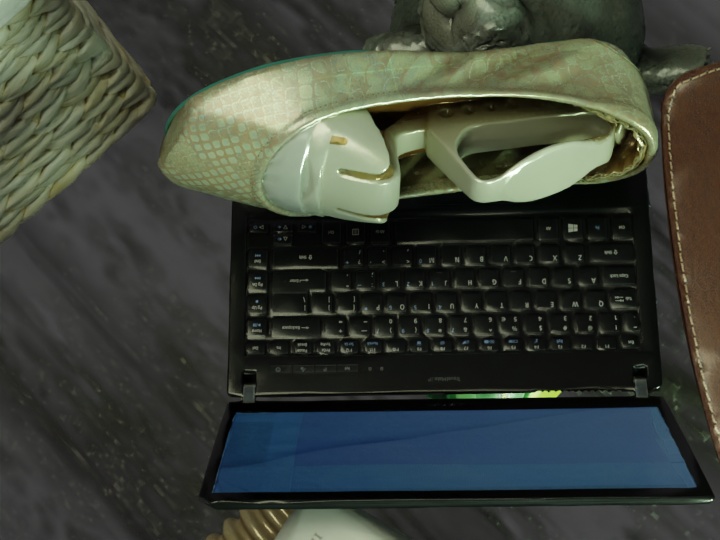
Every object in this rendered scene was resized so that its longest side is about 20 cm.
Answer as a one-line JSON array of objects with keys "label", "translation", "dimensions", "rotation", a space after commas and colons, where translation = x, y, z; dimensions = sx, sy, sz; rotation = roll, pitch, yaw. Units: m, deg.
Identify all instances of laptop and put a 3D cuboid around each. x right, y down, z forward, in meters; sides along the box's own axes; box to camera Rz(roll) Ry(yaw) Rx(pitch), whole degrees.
[{"label": "laptop", "translation": [0.032, 0.007, 0.680], "dimensions": [0.175, 0.103, 0.202], "rotation": [0, 66, 1]}]

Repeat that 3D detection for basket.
[{"label": "basket", "translation": [-0.237, -0.114, 0.853], "dimensions": [0.200, 0.161, 0.199], "rotation": [-41, 63, 3]}]

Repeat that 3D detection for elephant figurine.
[{"label": "elephant figurine", "translation": [0.048, -0.172, 0.786], "dimensions": [0.141, 0.154, 0.202], "rotation": [-15, 74, 39]}]

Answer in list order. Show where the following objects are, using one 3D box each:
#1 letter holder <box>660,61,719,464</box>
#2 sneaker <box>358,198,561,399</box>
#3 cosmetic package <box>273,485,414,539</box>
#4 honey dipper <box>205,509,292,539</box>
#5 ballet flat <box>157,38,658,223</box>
[{"label": "letter holder", "translation": [0.201, 0.017, 0.688], "dimensions": [0.141, 0.101, 0.202], "rotation": [-15, 67, 17]}, {"label": "sneaker", "translation": [0.000, 0.000, 0.777], "dimensions": [0.084, 0.074, 0.200], "rotation": [-43, 62, -13]}, {"label": "cosmetic package", "translation": [0.039, 0.210, 0.641], "dimensions": [0.199, 0.165, 0.165], "rotation": [33, 85, 27]}, {"label": "honey dipper", "translation": [-0.095, 0.167, 0.780], "dimensions": [0.200, 0.038, 0.038], "rotation": [-43, 63, 4]}, {"label": "ballet flat", "translation": [0.022, -0.051, 0.692], "dimensions": [0.198, 0.068, 0.063], "rotation": [-11, 48, -9]}]
